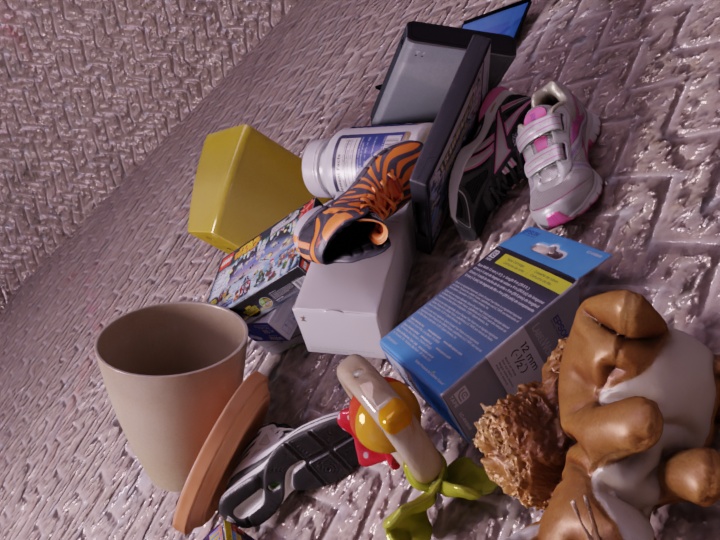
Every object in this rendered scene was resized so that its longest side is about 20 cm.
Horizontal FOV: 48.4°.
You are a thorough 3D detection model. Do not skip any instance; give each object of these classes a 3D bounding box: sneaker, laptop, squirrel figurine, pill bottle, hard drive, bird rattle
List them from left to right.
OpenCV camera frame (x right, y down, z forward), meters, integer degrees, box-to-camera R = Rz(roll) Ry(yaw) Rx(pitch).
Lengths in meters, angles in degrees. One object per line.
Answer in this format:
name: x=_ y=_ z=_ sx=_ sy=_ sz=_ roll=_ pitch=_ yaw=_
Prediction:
sneaker: x=-0.074 y=0.190 z=0.893 sx=0.199 sy=0.076 sz=0.116 roll=-35 pitch=23 yaw=18
pill bottle: x=0.020 y=-0.140 z=1.092 sx=0.197 sy=0.111 sz=0.112 roll=4 pitch=55 yaw=37
sneaker: x=0.022 y=-0.069 z=0.908 sx=0.200 sy=0.078 sz=0.112 roll=-42 pitch=26 yaw=-10
bird rattle: x=0.034 y=0.137 z=0.712 sx=0.112 sy=0.164 sz=0.200 roll=-30 pitch=35 yaw=-3
hard drive: x=0.100 y=-0.239 z=1.036 sx=0.200 sy=0.137 sz=0.033 roll=120 pitch=152 yaw=-67
laptop: x=0.143 y=-0.351 z=1.247 sx=0.197 sy=0.105 sz=0.176 roll=-12 pitch=8 yaw=-28
sneaker: x=0.168 y=-0.129 z=0.945 sx=0.085 sy=0.080 sz=0.203 roll=13 pitch=74 yaw=31
sneaker: x=0.205 y=-0.127 z=0.863 sx=0.081 sy=0.088 sz=0.202 roll=-29 pitch=32 yaw=35
squirrel figurine: x=0.166 y=0.132 z=0.558 sx=0.189 sy=0.140 sz=0.200 roll=-67 pitch=15 yaw=-13

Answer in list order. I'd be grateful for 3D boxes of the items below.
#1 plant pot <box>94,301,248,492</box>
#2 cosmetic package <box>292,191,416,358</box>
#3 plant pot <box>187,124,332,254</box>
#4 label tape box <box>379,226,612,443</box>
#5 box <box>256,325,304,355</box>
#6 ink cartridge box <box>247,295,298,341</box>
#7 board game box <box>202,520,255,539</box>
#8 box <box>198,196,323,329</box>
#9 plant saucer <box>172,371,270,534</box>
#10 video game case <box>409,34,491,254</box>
plant pot: x=-0.232 y=0.171 z=1.021 sx=0.184 sy=0.203 sz=0.188 roll=1 pitch=25 yaw=-1
cosmetic package: x=0.000 y=0.000 z=0.980 sx=0.106 sy=0.086 sz=0.202 roll=4 pitch=50 yaw=18
plant pot: x=-0.188 y=-0.115 z=1.380 sx=0.199 sy=0.198 sz=0.179 roll=6 pitch=69 yaw=60
label tape box: x=0.132 y=0.051 z=0.755 sx=0.199 sy=0.067 sz=0.143 roll=-36 pitch=24 yaw=-9
box: x=-0.052 y=0.023 z=1.129 sx=0.198 sy=0.041 sz=0.157 roll=-25 pitch=34 yaw=40
ink cartridge box: x=-0.091 y=0.004 z=1.121 sx=0.093 sy=0.044 sz=0.202 roll=-7 pitch=48 yaw=53
board game box: x=-0.166 y=0.381 z=0.803 sx=0.165 sy=0.057 sz=0.200 roll=-44 pitch=25 yaw=7
box: x=-0.129 y=-0.001 z=1.089 sx=0.199 sy=0.040 sz=0.138 roll=-30 pitch=32 yaw=31
plant saucer: x=-0.157 y=0.217 z=0.946 sx=0.203 sy=0.032 sz=0.200 roll=-63 pitch=-5 yaw=-10
video game case: x=0.109 y=-0.144 z=0.958 sx=0.181 sy=0.025 sz=0.202 roll=75 pitch=-143 yaw=-67
